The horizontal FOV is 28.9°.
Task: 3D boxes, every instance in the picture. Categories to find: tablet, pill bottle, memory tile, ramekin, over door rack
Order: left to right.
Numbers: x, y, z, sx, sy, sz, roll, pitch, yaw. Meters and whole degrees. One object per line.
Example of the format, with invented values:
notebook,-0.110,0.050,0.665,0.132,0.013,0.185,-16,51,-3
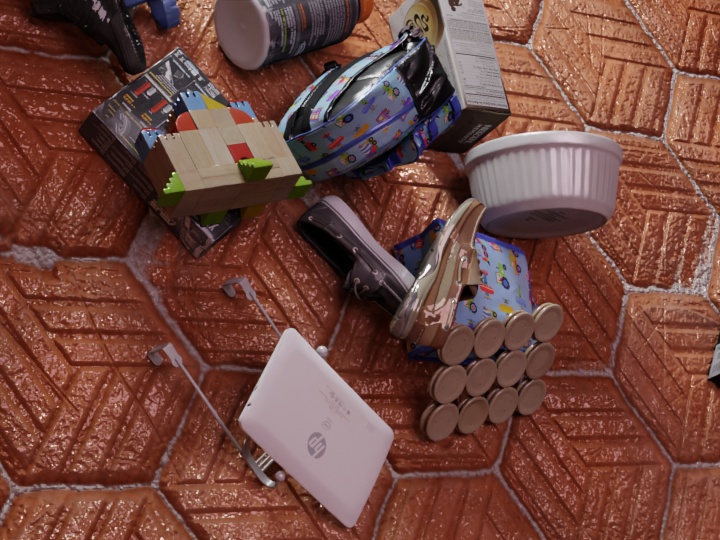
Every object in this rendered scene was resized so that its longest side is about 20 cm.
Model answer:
over door rack,-0.111,0.115,1.510,0.200,0.067,0.148,49,49,-3
pill bottle,-0.075,-0.321,1.728,0.200,0.106,0.106,-24,81,-39
tablet,-0.043,0.171,1.502,0.200,0.014,0.130,48,53,-30
memory tile,0.157,0.119,1.654,0.200,0.154,0.017,-11,29,-38
ramekin,0.233,-0.103,1.773,0.202,0.202,0.094,7,76,-31

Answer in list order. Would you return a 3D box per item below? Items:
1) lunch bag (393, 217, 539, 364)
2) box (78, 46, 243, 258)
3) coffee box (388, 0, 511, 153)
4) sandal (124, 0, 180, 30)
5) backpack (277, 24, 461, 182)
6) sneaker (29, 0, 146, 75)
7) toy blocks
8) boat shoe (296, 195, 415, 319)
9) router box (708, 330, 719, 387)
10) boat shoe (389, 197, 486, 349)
lunch bag,0.152,0.036,1.715,0.200,0.094,0.151,11,63,-35
box,-0.196,-0.136,1.590,0.200,0.050,0.158,47,51,-5
coffee box,0.115,-0.268,1.824,0.080,0.113,0.200,2,67,-33
sandal,-0.272,-0.344,1.632,0.200,0.079,0.087,17,86,-16
backpack,0.000,-0.176,1.655,0.135,0.182,0.200,57,46,-16
sneaker,-0.324,-0.300,1.573,0.104,0.060,0.200,-22,94,5
toy blocks,-0.163,-0.136,1.531,0.200,0.100,0.137,-12,63,-37
boat shoe,0.000,0.000,1.635,0.066,0.070,0.200,-33,80,-29
router box,0.585,0.113,1.983,0.157,0.052,0.200,35,52,-14
boat shoe,0.103,0.007,1.587,0.072,0.076,0.200,29,64,0
